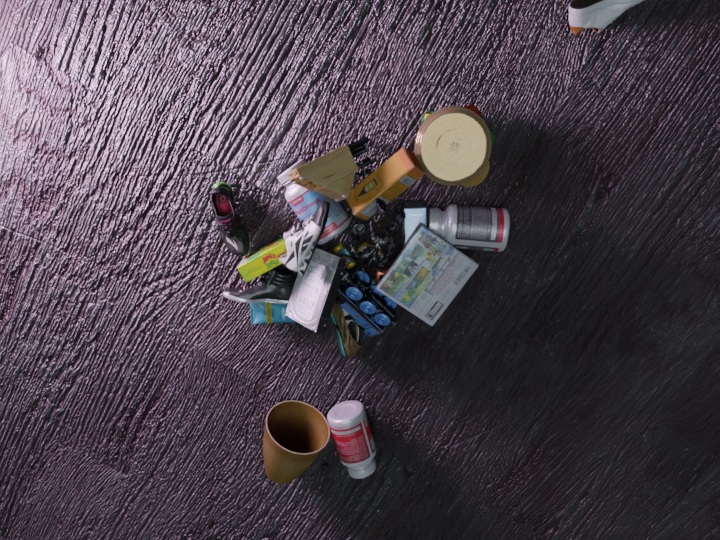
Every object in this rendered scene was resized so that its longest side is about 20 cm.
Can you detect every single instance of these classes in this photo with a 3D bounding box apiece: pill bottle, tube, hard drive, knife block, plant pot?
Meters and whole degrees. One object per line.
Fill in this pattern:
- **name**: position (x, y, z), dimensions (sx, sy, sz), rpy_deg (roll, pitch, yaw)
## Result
- **pill bottle**: position (-0.120, -0.175, 1.512), dimensions (0.108, 0.109, 0.201), rpy_deg (-33, 103, 11)
- **tube**: position (-0.206, 0.113, 1.643), dimensions (0.198, 0.050, 0.078), rpy_deg (1, 99, 7)
- **hard drive**: position (-0.117, 0.046, 1.551), dimensions (0.038, 0.139, 0.202), rpy_deg (16, 95, -46)
- **pill bottle**: position (-0.018, 0.486, 1.716), dimensions (0.111, 0.112, 0.202), rpy_deg (-13, 106, 6)
- **pill bottle**: position (0.269, -0.110, 1.518), dimensions (0.198, 0.111, 0.112), rpy_deg (5, 108, 0)
- **knife block**: position (-0.061, -0.268, 1.454), dimensions (0.198, 0.064, 0.177), rpy_deg (20, 76, -25)
- **plant pot**: position (-0.205, 0.510, 1.710), dimensions (0.185, 0.187, 0.201), rpy_deg (21, 121, -5)

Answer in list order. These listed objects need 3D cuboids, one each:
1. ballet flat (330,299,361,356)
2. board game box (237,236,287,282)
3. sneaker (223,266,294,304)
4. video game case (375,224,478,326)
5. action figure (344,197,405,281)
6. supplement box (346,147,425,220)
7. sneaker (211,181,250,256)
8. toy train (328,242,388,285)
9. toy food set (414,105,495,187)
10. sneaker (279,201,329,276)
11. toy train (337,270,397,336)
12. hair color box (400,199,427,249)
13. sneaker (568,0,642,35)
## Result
- **ballet flat**: position (-0.045, 0.141, 1.638), dimensions (0.072, 0.068, 0.202), rpy_deg (-24, 106, -12)
- **board game box**: position (-0.215, -0.047, 1.559), dimensions (0.199, 0.102, 0.048), rpy_deg (-28, 104, 10)
- **sneaker**: position (-0.267, 0.033, 1.606), dimensions (0.198, 0.071, 0.100), rpy_deg (2, 107, -5)
- **video game case**: position (0.167, 0.015, 1.504), dimensions (0.181, 0.022, 0.201), rpy_deg (33, 104, -11)
- **action figure**: position (0.037, -0.074, 1.501), dimensions (0.118, 0.102, 0.201), rpy_deg (23, 118, -12)
- **supplement box**: position (0.059, -0.213, 1.491), dimensions (0.199, 0.069, 0.067), rpy_deg (-36, 64, 21)
- **sneaker**: position (-0.345, -0.125, 1.548), dimensions (0.076, 0.084, 0.202), rpy_deg (-17, 106, 8)
- **toy train**: position (0.000, 0.000, 1.591), dimensions (0.198, 0.056, 0.152), rpy_deg (2, 107, 1)
- **toy food set**: position (0.233, -0.310, 1.488), dimensions (0.198, 0.049, 0.200), rpy_deg (5, 107, 1)
- **sneaker**: position (-0.140, -0.087, 1.450), dimensions (0.088, 0.074, 0.201), rpy_deg (26, 111, -2)
- **toy train**: position (0.008, 0.086, 1.578), dimensions (0.200, 0.087, 0.114), rpy_deg (43, 137, -19)
- **hair color box**: position (0.138, -0.072, 1.540), dimensions (0.060, 0.099, 0.202), rpy_deg (-3, 107, 1)
- **sneaker**: position (0.574, -0.604, 1.385), dimensions (0.198, 0.073, 0.085), rpy_deg (-17, 137, 1)
